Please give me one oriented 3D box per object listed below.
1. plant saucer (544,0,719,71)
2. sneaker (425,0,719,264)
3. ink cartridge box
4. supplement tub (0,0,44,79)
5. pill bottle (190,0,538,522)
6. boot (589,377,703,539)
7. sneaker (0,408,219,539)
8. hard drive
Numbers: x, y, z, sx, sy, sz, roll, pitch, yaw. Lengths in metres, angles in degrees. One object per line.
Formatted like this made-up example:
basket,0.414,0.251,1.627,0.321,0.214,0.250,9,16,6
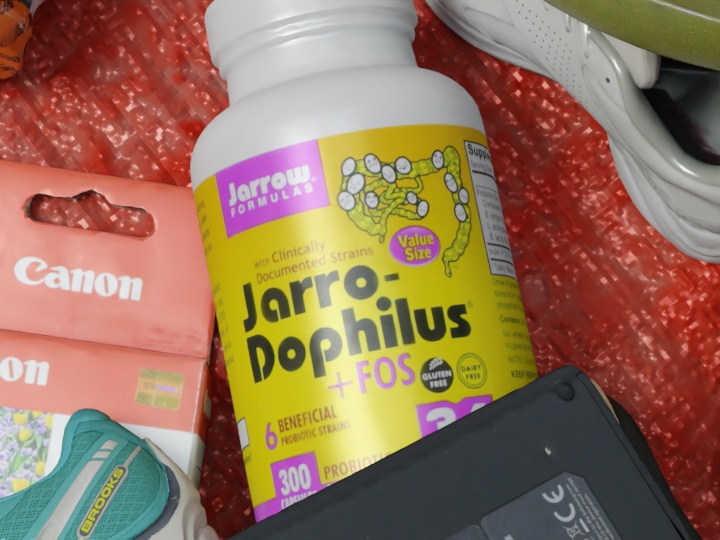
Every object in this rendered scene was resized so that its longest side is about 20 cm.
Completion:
plant saucer,0.113,-0.116,0.810,0.200,0.200,0.031,18,124,2
sneaker,0.090,-0.094,0.851,0.200,0.099,0.078,44,82,7
ink cartridge box,-0.109,0.059,0.844,0.109,0.050,0.200,8,81,1
supplement tub,-0.148,-0.174,0.851,0.122,0.123,0.200,8,80,1
pill bottle,0.000,0.000,0.830,0.104,0.104,0.200,-11,80,-3
boot,0.138,0.131,0.837,0.138,0.077,0.200,1,60,-26
sneaker,-0.141,0.121,0.779,0.200,0.078,0.080,-34,74,-16
hard drive,0.023,0.125,0.709,0.200,0.033,0.140,-24,77,-35
